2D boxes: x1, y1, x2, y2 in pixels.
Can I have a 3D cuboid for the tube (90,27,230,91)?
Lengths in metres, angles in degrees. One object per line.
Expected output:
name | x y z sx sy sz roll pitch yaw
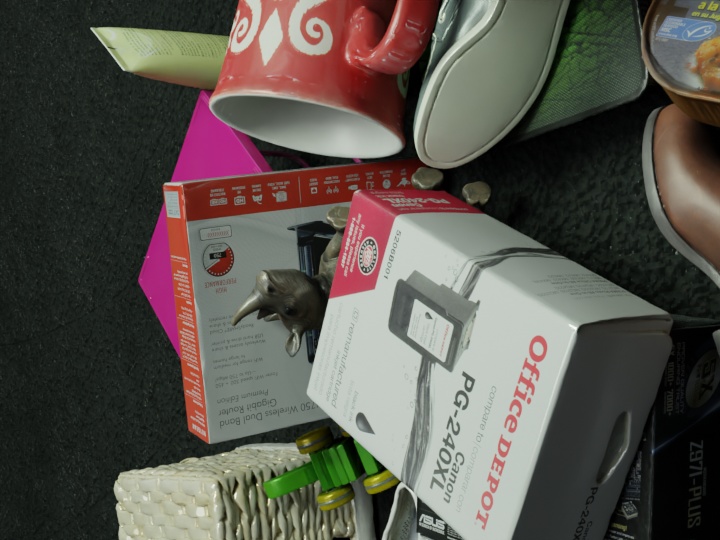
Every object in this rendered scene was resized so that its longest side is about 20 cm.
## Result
tube | -0.123 -0.174 0.909 0.058 0.198 0.053 -12 81 50

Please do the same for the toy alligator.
toy alligator | 0.017 0.135 0.846 0.197 0.054 0.060 -24 90 15

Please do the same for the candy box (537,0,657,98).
candy box | 0.127 -0.213 0.701 0.116 0.056 0.204 -3 91 52

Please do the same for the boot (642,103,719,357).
boot | 0.251 -0.044 0.547 0.199 0.068 0.191 -36 57 43

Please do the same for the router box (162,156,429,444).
router box | -0.037 0.016 0.797 0.049 0.197 0.183 8 106 62

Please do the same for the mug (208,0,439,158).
mug | 0.000 -0.190 0.718 0.175 0.133 0.204 5 80 31

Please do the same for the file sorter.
file sorter | -0.087 -0.027 0.933 0.139 0.124 0.202 52 129 38

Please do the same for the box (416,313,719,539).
box | 0.131 0.106 0.692 0.198 0.085 0.167 4 95 52

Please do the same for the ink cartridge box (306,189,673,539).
ink cartridge box | 0.066 0.054 0.637 0.199 0.082 0.148 34 116 47

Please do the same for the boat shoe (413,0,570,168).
boat shoe | 0.083 -0.158 0.662 0.202 0.072 0.062 -66 30 29

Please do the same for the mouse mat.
mouse mat | 0.097 -0.164 0.694 0.199 0.007 0.164 -15 81 54

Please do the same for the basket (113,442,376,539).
basket | -0.098 0.260 0.942 0.198 0.159 0.202 -10 84 50

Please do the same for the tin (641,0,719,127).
tin | 0.235 -0.118 0.546 0.199 0.042 0.113 27 86 48

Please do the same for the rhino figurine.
rhino figurine | 0.000 0.000 0.746 0.060 0.198 0.088 49 152 34

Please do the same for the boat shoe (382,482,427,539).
boat shoe | 0.034 0.245 0.840 0.070 0.069 0.204 23 111 47
